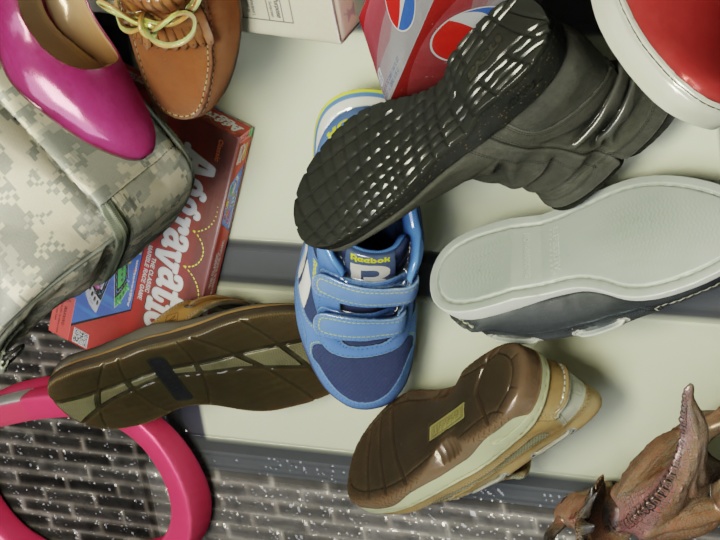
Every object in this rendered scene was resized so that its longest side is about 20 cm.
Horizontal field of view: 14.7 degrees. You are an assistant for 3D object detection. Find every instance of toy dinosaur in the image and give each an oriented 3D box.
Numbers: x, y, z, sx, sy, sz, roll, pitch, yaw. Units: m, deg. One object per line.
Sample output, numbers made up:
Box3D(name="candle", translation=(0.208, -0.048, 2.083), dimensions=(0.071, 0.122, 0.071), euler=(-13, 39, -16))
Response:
Box3D(name="toy dinosaur", translation=(0.165, 0.127, 1.540), dimensions=(0.135, 0.200, 0.086), euler=(-23, 73, 0))

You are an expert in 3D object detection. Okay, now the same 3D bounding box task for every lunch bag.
Box3D(name="lunch bag", translation=(-0.221, -0.061, 1.626), dimensions=(0.200, 0.168, 0.139), euler=(48, 160, 2))

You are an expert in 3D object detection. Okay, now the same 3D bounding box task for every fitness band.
Box3D(name="fitness band", translation=(-0.186, 0.139, 1.836), dimensions=(0.199, 0.037, 0.144), euler=(-9, 111, 36))

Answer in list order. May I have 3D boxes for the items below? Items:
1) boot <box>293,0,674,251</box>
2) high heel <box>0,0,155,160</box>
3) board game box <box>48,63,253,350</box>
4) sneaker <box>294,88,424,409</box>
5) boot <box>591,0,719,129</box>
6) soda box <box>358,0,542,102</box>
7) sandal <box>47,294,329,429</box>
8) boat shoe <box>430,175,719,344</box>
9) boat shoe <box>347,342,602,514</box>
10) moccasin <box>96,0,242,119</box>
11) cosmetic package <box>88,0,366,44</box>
Box3D(name="boot", translation=(0.071, -0.056, 1.504), dimensions=(0.200, 0.130, 0.068), euler=(-37, 48, 26))
Box3D(name="high heel", translation=(-0.166, -0.156, 1.534), dimensions=(0.200, 0.067, 0.096), euler=(47, 124, 7))
Box3D(name="board game box", translation=(-0.132, -0.023, 1.728), dimensions=(0.103, 0.019, 0.201), euler=(26, 125, 17))
Box3D(name="sneaker", translation=(0.000, 0.000, 1.606), dimensions=(0.074, 0.082, 0.201), euler=(-4, 119, -5))
Box3D(name="boot", translation=(0.179, -0.179, 1.365), dimensions=(0.072, 0.201, 0.144), euler=(18, 135, -32))
Box3D(name="soda box", translation=(0.059, -0.168, 1.454), dimensions=(0.200, 0.070, 0.064), euler=(115, 144, -54))
Box3D(name="sandal", translation=(-0.097, 0.050, 1.712), dimensions=(0.199, 0.055, 0.082), euler=(-14, 132, 21))
Box3D(name="boat shoe", translation=(0.137, -0.003, 1.548), dimensions=(0.199, 0.076, 0.060), euler=(-6, 153, 34))
Box3D(name="boat shoe", translation=(0.067, 0.105, 1.640), dimensions=(0.076, 0.072, 0.200), euler=(19, 154, -26))
Box3D(name="moccasin", translation=(-0.106, -0.162, 1.499), dimensions=(0.073, 0.078, 0.202), euler=(21, 138, 18))
Box3D(name="cosmetic package", translation=(-0.088, -0.197, 1.569), dimensions=(0.199, 0.071, 0.106), euler=(11, 130, 26))
